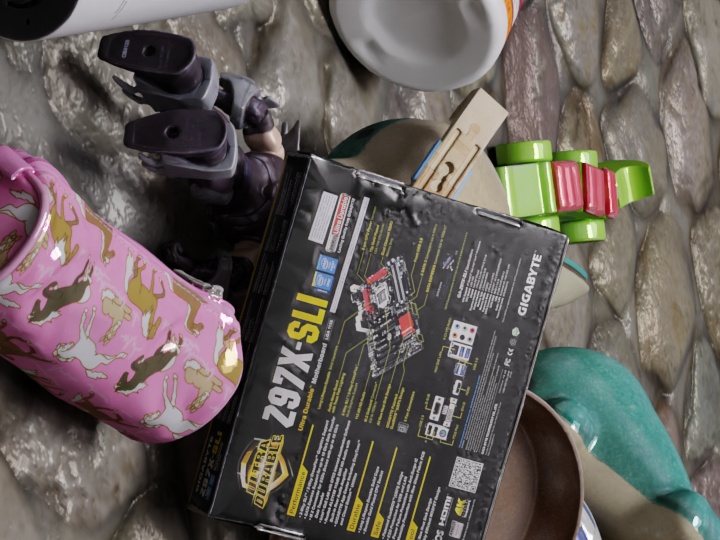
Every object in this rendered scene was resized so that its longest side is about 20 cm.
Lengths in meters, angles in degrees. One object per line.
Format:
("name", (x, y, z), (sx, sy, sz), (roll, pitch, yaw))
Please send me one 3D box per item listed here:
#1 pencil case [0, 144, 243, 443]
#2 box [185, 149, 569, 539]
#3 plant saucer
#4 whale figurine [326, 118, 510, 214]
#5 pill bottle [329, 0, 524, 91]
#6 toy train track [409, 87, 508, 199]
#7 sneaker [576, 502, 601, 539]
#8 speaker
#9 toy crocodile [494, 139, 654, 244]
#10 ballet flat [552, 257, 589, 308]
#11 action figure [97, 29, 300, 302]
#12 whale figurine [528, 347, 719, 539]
("pencil case", (-0.138, 0.014, 1.362), (0.200, 0.082, 0.087), (39, 52, -52))
("box", (0.010, 0.053, 1.499), (0.159, 0.049, 0.201), (15, 90, -19))
("plant saucer", (0.033, 0.143, 1.595), (0.034, 0.200, 0.201), (47, -12, 54))
("whale figurine", (0.000, 0.000, 1.629), (0.200, 0.103, 0.159), (-51, 125, -27))
("pill bottle", (0.062, -0.214, 1.752), (0.115, 0.114, 0.200), (64, 34, -32))
("toy train track", (0.017, -0.017, 1.560), (0.115, 0.032, 0.200), (40, 70, -14))
("sneaker", (0.051, 0.135, 1.679), (0.200, 0.080, 0.115), (54, 45, -6))
("speaker", (-0.122, -0.165, 1.431), (0.200, 0.081, 0.082), (-21, 103, -61))
("toy crocodile", (0.141, -0.054, 1.920), (0.200, 0.061, 0.068), (2, 82, -61))
("ballet flat", (0.085, -0.006, 1.815), (0.200, 0.069, 0.070), (38, 52, -51))
("action figure", (-0.079, -0.057, 1.506), (0.200, 0.069, 0.131), (58, 28, -63))
("whale figurine", (0.164, 0.120, 1.762), (0.104, 0.200, 0.159), (-49, 136, -12))
